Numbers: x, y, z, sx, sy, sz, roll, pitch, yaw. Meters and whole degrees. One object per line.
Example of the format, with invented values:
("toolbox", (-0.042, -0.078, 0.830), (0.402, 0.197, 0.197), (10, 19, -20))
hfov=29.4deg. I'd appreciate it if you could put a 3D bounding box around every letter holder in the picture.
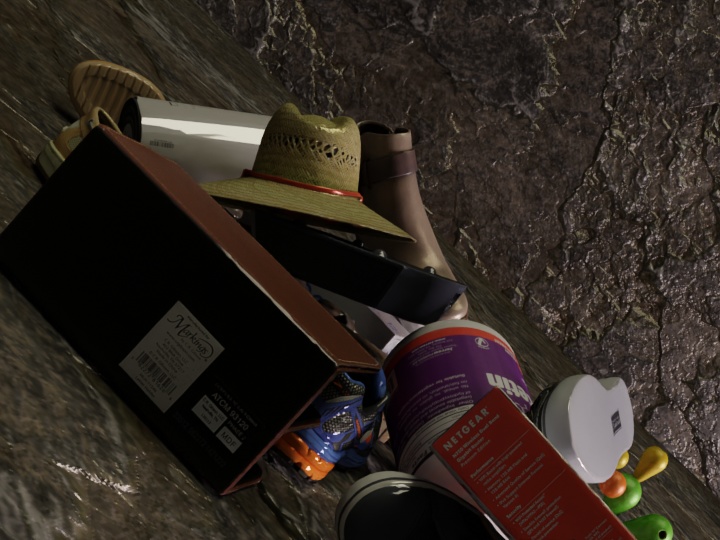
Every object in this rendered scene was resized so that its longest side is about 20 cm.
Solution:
("letter holder", (-0.098, 0.024, 0.832), (0.200, 0.101, 0.142), (44, 6, 12))

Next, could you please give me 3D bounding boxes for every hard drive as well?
("hard drive", (0.000, 0.000, 1.039), (0.134, 0.043, 0.200), (21, 2, 17))

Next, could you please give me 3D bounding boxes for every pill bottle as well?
("pill bottle", (0.080, 0.133, 1.001), (0.112, 0.112, 0.200), (38, 21, -29))

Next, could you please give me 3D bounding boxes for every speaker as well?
("speaker", (-0.106, -0.098, 1.185), (0.199, 0.082, 0.081), (5, 26, -25))

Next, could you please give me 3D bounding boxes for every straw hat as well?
("straw hat", (-0.039, -0.080, 1.037), (0.200, 0.086, 0.201), (11, 0, 0))

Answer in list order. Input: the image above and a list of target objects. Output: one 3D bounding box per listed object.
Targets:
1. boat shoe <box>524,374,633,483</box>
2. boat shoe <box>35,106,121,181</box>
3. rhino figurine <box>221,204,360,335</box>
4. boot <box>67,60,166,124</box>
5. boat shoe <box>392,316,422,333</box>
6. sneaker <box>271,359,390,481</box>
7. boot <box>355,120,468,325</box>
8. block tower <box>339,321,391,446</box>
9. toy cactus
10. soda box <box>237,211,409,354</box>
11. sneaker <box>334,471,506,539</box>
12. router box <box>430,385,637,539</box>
("boat shoe", (0.140, 0.106, 0.918), (0.200, 0.056, 0.069), (8, 74, -70))
("boat shoe", (-0.158, -0.046, 0.979), (0.200, 0.076, 0.072), (47, 9, 27))
("rhino figurine", (-0.073, 0.010, 1.134), (0.200, 0.060, 0.087), (38, 10, -3))
("boot", (-0.219, -0.145, 1.326), (0.200, 0.073, 0.166), (36, -2, -33))
("boat shoe", (0.067, 0.112, 1.267), (0.201, 0.065, 0.072), (60, 27, -13))
("sneaker", (-0.009, 0.093, 0.961), (0.075, 0.078, 0.200), (44, 8, 4))
("boot", (0.034, -0.048, 1.189), (0.070, 0.147, 0.200), (-11, 21, -24))
("block tower", (0.026, 0.108, 1.134), (0.200, 0.058, 0.054), (34, 11, -42))
("toy cactus", (0.151, 0.198, 1.034), (0.164, 0.201, 0.102), (0, -2, 32))
("soda box", (-0.045, 0.017, 1.229), (0.200, 0.068, 0.063), (45, 8, 20))
("sneaker", (0.071, 0.197, 0.806), (0.200, 0.078, 0.079), (42, 2, -18))
("router box", (0.116, 0.153, 0.792), (0.180, 0.049, 0.200), (48, -3, 7))
